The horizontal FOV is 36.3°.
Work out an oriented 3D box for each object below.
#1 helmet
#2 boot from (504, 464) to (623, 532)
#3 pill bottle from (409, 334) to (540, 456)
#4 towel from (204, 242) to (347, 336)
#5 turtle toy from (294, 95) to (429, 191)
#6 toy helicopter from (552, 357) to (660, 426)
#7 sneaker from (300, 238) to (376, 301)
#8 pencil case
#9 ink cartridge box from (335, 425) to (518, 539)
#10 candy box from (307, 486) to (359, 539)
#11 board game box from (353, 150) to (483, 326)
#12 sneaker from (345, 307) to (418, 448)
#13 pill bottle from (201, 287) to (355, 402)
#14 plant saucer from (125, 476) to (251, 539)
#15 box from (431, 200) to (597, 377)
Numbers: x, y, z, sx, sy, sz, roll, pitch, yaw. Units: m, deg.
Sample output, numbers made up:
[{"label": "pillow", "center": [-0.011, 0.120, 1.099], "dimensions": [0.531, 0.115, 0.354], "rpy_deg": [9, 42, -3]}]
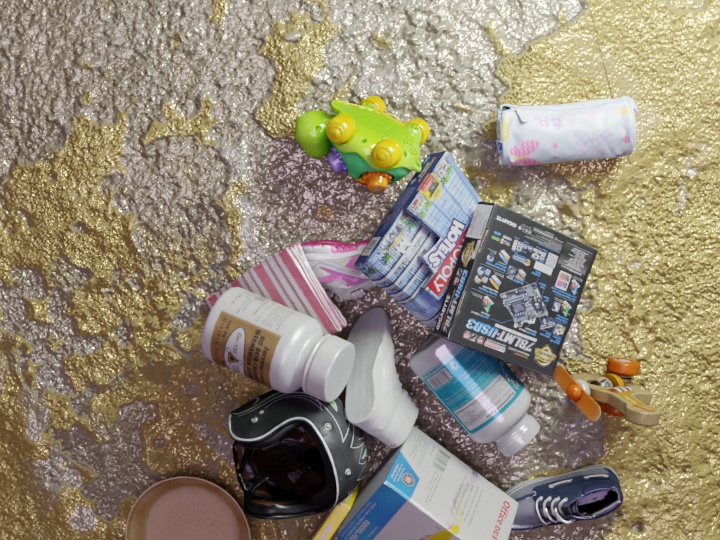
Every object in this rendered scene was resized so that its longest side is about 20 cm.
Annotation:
[{"label": "helmet", "center": [-0.087, 0.259, 1.592], "dimensions": [0.190, 0.200, 0.201], "rpy_deg": [-10, 96, -4]}, {"label": "boot", "center": [0.287, 0.343, 1.617], "dimensions": [0.199, 0.090, 0.073], "rpy_deg": [-24, 94, 8]}, {"label": "pill bottle", "center": [0.171, 0.173, 1.599], "dimensions": [0.111, 0.111, 0.200], "rpy_deg": [-40, 92, 9]}, {"label": "towel", "center": [-0.127, 0.061, 1.631], "dimensions": [0.200, 0.030, 0.147], "rpy_deg": [-30, 92, 34]}, {"label": "turtle toy", "center": [-0.002, -0.182, 1.571], "dimensions": [0.200, 0.146, 0.101], "rpy_deg": [28, 122, 14]}, {"label": "toy helicopter", "center": [0.351, 0.176, 1.535], "dimensions": [0.132, 0.200, 0.079], "rpy_deg": [7, 98, -12]}, {"label": "sneaker", "center": [0.000, 0.000, 1.617], "dimensions": [0.199, 0.081, 0.089], "rpy_deg": [-1, 98, 14]}, {"label": "pencil case", "center": [0.289, -0.200, 1.555], "dimensions": [0.199, 0.083, 0.091], "rpy_deg": [-2, 119, 5]}, {"label": "ink cartridge box", "center": [0.100, 0.364, 1.592], "dimensions": [0.200, 0.147, 0.145], "rpy_deg": [37, 122, 1]}, {"label": "candy box", "center": [-0.070, 0.415, 1.658], "dimensions": [0.026, 0.102, 0.200], "rpy_deg": [34, 99, 0]}, {"label": "board game box", "center": [0.126, -0.028, 1.557], "dimensions": [0.200, 0.062, 0.200], "rpy_deg": [39, 76, -19]}, {"label": "sneaker", "center": [0.033, 0.162, 1.617], "dimensions": [0.073, 0.201, 0.116], "rpy_deg": [-19, 137, 30]}, {"label": "pill bottle", "center": [-0.115, 0.109, 1.556], "dimensions": [0.199, 0.114, 0.115], "rpy_deg": [21, 99, 20]}, {"label": "plant saucer", "center": [-0.265, 0.413, 1.712], "dimensions": [0.199, 0.035, 0.201], "rpy_deg": [1, 97, 6]}, {"label": "box", "center": [0.219, 0.029, 1.545], "dimensions": [0.199, 0.050, 0.199], "rpy_deg": [20, 89, -28]}]
